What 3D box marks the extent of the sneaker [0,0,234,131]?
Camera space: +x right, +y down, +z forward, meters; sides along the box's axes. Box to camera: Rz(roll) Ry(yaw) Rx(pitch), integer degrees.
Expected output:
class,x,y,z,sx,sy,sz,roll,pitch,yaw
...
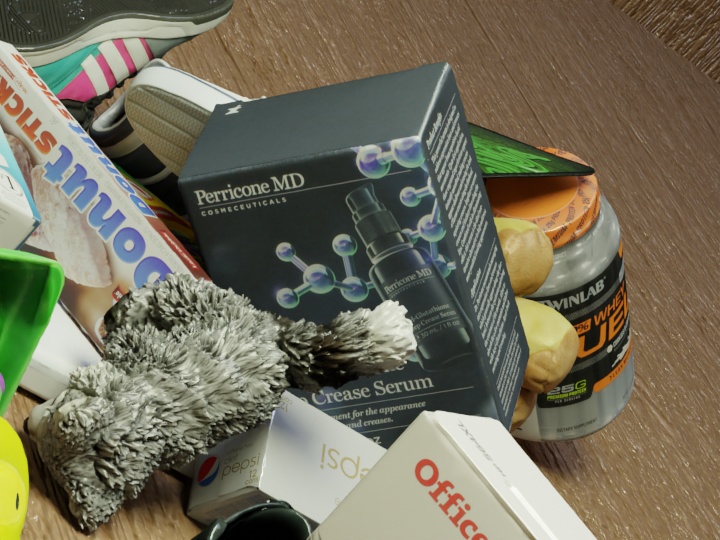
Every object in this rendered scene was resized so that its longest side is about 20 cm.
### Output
class,x,y,z,sx,sy,sz,roll,pitch,yaw
sneaker,-0.177,-0.132,1.829,0.199,0.121,0.084,-17,56,-38

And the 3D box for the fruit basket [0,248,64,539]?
class,x,y,z,sx,sy,sz,roll,pitch,yaw
fruit basket,-0.207,0.062,1.253,0.214,0.156,0.216,26,8,-4

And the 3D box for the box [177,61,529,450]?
class,x,y,z,sx,sy,sz,roll,pitch,yaw
box,0.000,0.000,1.628,0.107,0.147,0.201,-67,144,-61

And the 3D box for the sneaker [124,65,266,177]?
class,x,y,z,sx,sy,sz,roll,pitch,yaw
sneaker,-0.048,-0.075,1.708,0.199,0.073,0.071,28,48,-4

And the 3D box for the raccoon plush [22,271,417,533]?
class,x,y,z,sx,sy,sz,roll,pitch,yaw
raccoon plush,-0.080,0.060,1.469,0.097,0.199,0.134,63,20,-18

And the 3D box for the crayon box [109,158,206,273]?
class,x,y,z,sx,sy,sz,roll,pitch,yaw
crayon box,-0.130,-0.009,1.679,0.200,0.051,0.127,39,7,16

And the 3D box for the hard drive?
class,x,y,z,sx,sy,sz,roll,pitch,yaw
hard drive,-0.144,0.052,1.611,0.199,0.027,0.132,32,19,-34

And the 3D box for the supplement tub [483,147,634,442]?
class,x,y,z,sx,sy,sz,roll,pitch,yaw
supplement tub,0.133,0.017,2.035,0.123,0.122,0.201,-119,-167,-47

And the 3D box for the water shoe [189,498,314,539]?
class,x,y,z,sx,sy,sz,roll,pitch,yaw
water shoe,-0.044,0.163,1.473,0.072,0.079,0.200,47,16,13

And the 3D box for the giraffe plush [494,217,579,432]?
class,x,y,z,sx,sy,sz,roll,pitch,yaw
giraffe plush,0.026,0.025,1.902,0.161,0.173,0.201,-9,61,-43

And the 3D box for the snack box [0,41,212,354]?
class,x,y,z,sx,sy,sz,roll,pitch,yaw
snack box,-0.170,-0.038,1.602,0.200,0.072,0.024,49,15,21

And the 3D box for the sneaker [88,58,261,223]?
class,x,y,z,sx,sy,sz,roll,pitch,yaw
sneaker,-0.076,-0.092,1.767,0.070,0.199,0.109,-85,151,-64

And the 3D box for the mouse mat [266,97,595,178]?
class,x,y,z,sx,sy,sz,roll,pitch,yaw
mouse mat,0.046,-0.095,1.965,0.160,0.008,0.199,-3,20,-45

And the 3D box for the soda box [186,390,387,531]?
class,x,y,z,sx,sy,sz,roll,pitch,yaw
soda box,-0.003,0.143,1.608,0.199,0.063,0.069,33,52,-34

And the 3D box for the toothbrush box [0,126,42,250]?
class,x,y,z,sx,sy,sz,roll,pitch,yaw
toothbrush box,-0.275,-0.083,1.533,0.146,0.085,0.200,28,22,-39

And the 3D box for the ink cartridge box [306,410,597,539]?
class,x,y,z,sx,sy,sz,roll,pitch,yaw
ink cartridge box,0.029,0.188,1.361,0.146,0.200,0.084,50,18,23
